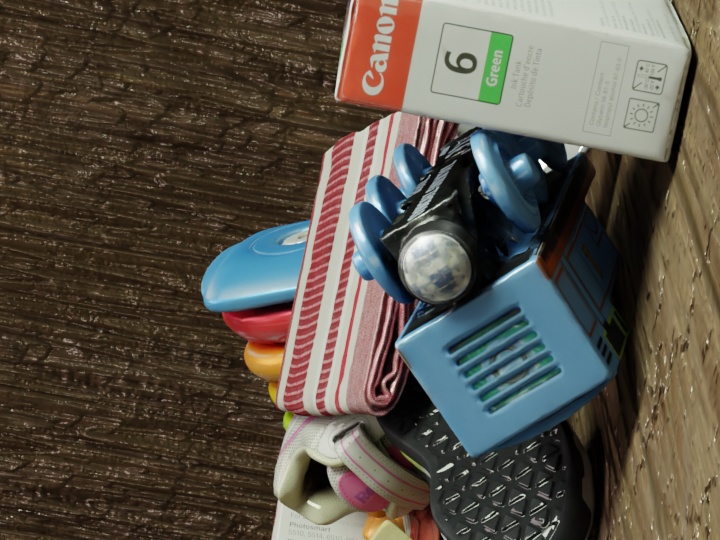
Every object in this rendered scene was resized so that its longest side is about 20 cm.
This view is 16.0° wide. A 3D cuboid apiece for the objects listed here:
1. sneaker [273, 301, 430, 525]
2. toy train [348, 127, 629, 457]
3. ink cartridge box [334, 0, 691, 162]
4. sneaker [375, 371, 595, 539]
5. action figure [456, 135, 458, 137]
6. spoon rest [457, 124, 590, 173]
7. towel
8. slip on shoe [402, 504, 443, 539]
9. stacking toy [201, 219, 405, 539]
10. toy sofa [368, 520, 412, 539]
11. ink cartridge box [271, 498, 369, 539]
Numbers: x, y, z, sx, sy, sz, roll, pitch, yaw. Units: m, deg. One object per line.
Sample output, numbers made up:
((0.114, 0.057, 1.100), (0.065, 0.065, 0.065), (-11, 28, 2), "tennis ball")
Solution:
((0.026, 0.079, 1.284), (0.200, 0.081, 0.088), (-35, 25, 50), "sneaker")
((0.059, -0.005, 1.066), (0.115, 0.086, 0.200), (58, -163, -8), "toy train")
((0.028, -0.096, 1.036), (0.109, 0.199, 0.051), (-86, 6, -72), "ink cartridge box")
((0.071, 0.097, 1.137), (0.072, 0.083, 0.200), (-39, 24, 3), "sneaker")
((0.070, -0.141, 1.438), (0.119, 0.102, 0.201), (-32, 38, 49), "action figure")
((0.080, -0.068, 1.185), (0.061, 0.099, 0.201), (-60, -27, -57), "spoon rest")
((0.000, 0.000, 1.241), (0.200, 0.023, 0.145), (167, 116, -76), "towel")
((0.056, 0.123, 1.335), (0.061, 0.074, 0.200), (-52, 16, 31), "slip on shoe")
((-0.005, 0.073, 1.421), (0.116, 0.109, 0.201), (-50, -54, -64), "stacking toy")
((-0.001, 0.196, 1.210), (0.083, 0.098, 0.200), (-50, 2, -24), "toy sofa")
((0.001, 0.219, 1.491), (0.129, 0.124, 0.201), (103, 176, -59), "ink cartridge box")
